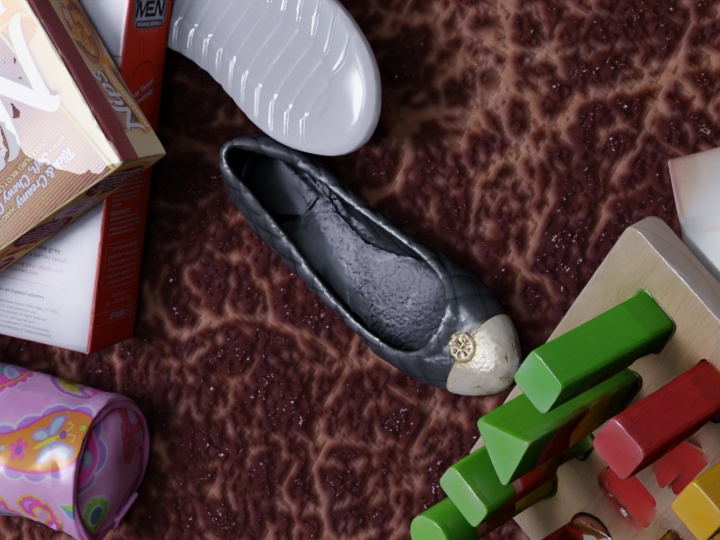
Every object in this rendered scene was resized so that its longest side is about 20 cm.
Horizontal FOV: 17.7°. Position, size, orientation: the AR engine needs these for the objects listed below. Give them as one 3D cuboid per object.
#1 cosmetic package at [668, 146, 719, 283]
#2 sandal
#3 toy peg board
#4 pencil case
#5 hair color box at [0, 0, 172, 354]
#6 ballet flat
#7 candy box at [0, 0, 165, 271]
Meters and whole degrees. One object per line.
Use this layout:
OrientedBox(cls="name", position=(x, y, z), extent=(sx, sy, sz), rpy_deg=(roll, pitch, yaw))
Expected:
OrientedBox(cls="cosmetic package", position=(0.255, -0.029, 1.078), extent=(0.199, 0.103, 0.088), rpy_deg=(-13, 80, 19))
OrientedBox(cls="sandal", position=(-0.051, -0.130, 1.234), extent=(0.202, 0.050, 0.083), rpy_deg=(37, 115, 33))
OrientedBox(cls="toy peg board", position=(0.127, 0.121, 1.067), extent=(0.199, 0.098, 0.200), rpy_deg=(50, 140, 18))
OrientedBox(cls="pencil case", position=(-0.216, 0.090, 1.267), extent=(0.199, 0.087, 0.088), rpy_deg=(10, 89, 23))
OrientedBox(cls="hair color box", position=(-0.166, -0.065, 1.248), extent=(0.101, 0.061, 0.201), rpy_deg=(12, 102, 18))
OrientedBox(cls="ballet flat", position=(0.000, 0.000, 1.200), extent=(0.200, 0.057, 0.067), rpy_deg=(38, 100, 20))
OrientedBox(cls="candy box", position=(-0.212, -0.055, 1.203), extent=(0.199, 0.055, 0.116), rpy_deg=(-33, 85, 22))
